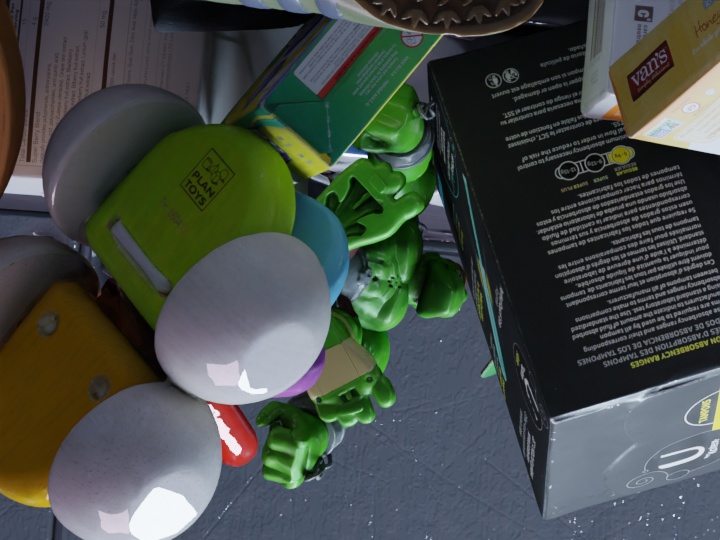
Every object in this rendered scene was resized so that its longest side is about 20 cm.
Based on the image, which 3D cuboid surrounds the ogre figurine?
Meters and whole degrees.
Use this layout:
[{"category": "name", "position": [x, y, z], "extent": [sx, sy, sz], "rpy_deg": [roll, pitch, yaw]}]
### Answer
[{"category": "ogre figurine", "position": [0.000, 0.000, 1.508], "extent": [0.097, 0.201, 0.120], "rpy_deg": [-2, -171, 12]}]

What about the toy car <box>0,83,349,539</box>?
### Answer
[{"category": "toy car", "position": [-0.083, 0.028, 1.362], "extent": [0.150, 0.200, 0.175], "rpy_deg": [22, -160, -47]}]

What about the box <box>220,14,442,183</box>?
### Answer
[{"category": "box", "position": [-0.009, -0.097, 1.388], "extent": [0.048, 0.117, 0.200], "rpy_deg": [40, 172, -4]}]

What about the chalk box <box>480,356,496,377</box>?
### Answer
[{"category": "chalk box", "position": [0.165, 0.026, 1.655], "extent": [0.199, 0.125, 0.125], "rpy_deg": [-5, 162, -15]}]

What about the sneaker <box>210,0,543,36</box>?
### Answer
[{"category": "sneaker", "position": [-0.029, -0.138, 1.203], "extent": [0.199, 0.068, 0.090], "rpy_deg": [7, -176, -23]}]

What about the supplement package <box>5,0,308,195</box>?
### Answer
[{"category": "supplement package", "position": [-0.135, -0.099, 1.539], "extent": [0.199, 0.121, 0.121], "rpy_deg": [4, 178, 28]}]

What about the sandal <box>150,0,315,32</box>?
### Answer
[{"category": "sandal", "position": [-0.049, -0.145, 1.344], "extent": [0.076, 0.043, 0.200], "rpy_deg": [-1, 169, -14]}]

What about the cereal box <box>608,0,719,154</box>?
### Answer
[{"category": "cereal box", "position": [0.220, -0.091, 1.215], "extent": [0.199, 0.040, 0.144], "rpy_deg": [8, 145, -36]}]

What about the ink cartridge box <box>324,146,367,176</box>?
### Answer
[{"category": "ink cartridge box", "position": [-0.055, -0.102, 1.768], "extent": [0.199, 0.077, 0.136], "rpy_deg": [8, 176, -19]}]

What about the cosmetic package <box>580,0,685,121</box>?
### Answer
[{"category": "cosmetic package", "position": [0.207, -0.100, 1.370], "extent": [0.199, 0.072, 0.101], "rpy_deg": [5, 177, -2]}]

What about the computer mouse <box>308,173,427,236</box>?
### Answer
[{"category": "computer mouse", "position": [-0.067, -0.031, 1.756], "extent": [0.140, 0.046, 0.200], "rpy_deg": [-21, 162, 33]}]

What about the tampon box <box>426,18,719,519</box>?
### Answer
[{"category": "tampon box", "position": [0.122, -0.004, 1.497], "extent": [0.125, 0.201, 0.150], "rpy_deg": [-16, 157, -4]}]

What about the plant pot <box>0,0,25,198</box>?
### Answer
[{"category": "plant pot", "position": [-0.245, -0.091, 1.408], "extent": [0.199, 0.201, 0.140], "rpy_deg": [5, -166, 7]}]

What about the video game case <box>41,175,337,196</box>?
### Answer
[{"category": "video game case", "position": [-0.119, -0.086, 1.871], "extent": [0.199, 0.024, 0.182], "rpy_deg": [7, -152, -20]}]

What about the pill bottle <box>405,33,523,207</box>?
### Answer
[{"category": "pill bottle", "position": [0.102, -0.074, 1.690], "extent": [0.109, 0.110, 0.199], "rpy_deg": [3, 176, 45]}]
